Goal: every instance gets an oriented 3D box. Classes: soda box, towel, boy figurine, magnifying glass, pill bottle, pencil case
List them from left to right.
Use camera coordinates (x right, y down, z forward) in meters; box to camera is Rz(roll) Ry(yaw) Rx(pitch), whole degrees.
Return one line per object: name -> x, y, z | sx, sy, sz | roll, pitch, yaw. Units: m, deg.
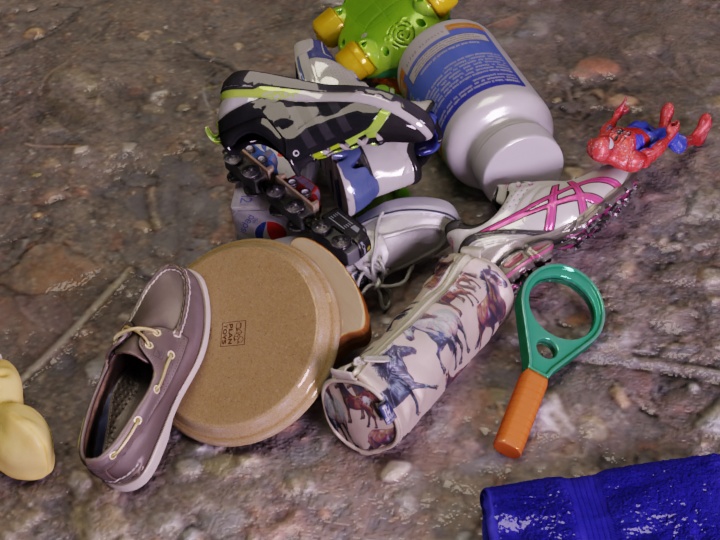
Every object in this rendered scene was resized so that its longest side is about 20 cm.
boy figurine -> -0.336, 0.119, 1.482 | 0.200, 0.065, 0.124 | 18, 47, 26
soda box -> -0.078, -0.100, 1.683 | 0.063, 0.068, 0.200 | -1, 41, 8
pencil case -> 0.051, 0.064, 1.461 | 0.078, 0.090, 0.200 | 21, 48, 29
pill bottle -> 0.119, -0.149, 1.672 | 0.112, 0.112, 0.200 | -17, 42, -10
magnifying glass -> 0.154, 0.074, 1.466 | 0.080, 0.022, 0.200 | 28, 55, -3
towel -> 0.194, 0.203, 1.309 | 0.200, 0.050, 0.148 | -8, 42, 0

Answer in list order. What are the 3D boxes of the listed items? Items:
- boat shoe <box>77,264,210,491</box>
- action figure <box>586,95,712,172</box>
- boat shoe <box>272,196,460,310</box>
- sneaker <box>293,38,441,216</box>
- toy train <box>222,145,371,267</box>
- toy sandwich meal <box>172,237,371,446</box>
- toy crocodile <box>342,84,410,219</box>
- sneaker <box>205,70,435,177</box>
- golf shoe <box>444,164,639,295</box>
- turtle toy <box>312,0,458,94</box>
boat shoe -> -0.182, 0.081, 1.443 | 0.072, 0.060, 0.200 | 8, 69, 28
action figure -> 0.263, -0.126, 1.612 | 0.065, 0.052, 0.200 | 25, 27, 26
boat shoe -> -0.002, -0.003, 1.557 | 0.202, 0.075, 0.086 | -13, 41, -1
sneaker -> 0.011, -0.135, 1.610 | 0.115, 0.081, 0.200 | -14, 49, -11
toy train -> -0.059, -0.066, 1.566 | 0.046, 0.034, 0.200 | -32, 49, -24
toy sandwich meal -> -0.090, 0.060, 1.491 | 0.205, 0.070, 0.206 | -8, 68, 21
toy crocodile -> 0.017, -0.112, 1.680 | 0.062, 0.068, 0.200 | -3, 42, 5
sneaker -> -0.035, -0.119, 1.519 | 0.200, 0.072, 0.083 | 9, 80, 10
golf shoe -> 0.168, -0.056, 1.568 | 0.200, 0.073, 0.092 | -32, 75, -26
turtle toy -> 0.033, -0.260, 1.817 | 0.146, 0.101, 0.200 | -37, 40, 6
